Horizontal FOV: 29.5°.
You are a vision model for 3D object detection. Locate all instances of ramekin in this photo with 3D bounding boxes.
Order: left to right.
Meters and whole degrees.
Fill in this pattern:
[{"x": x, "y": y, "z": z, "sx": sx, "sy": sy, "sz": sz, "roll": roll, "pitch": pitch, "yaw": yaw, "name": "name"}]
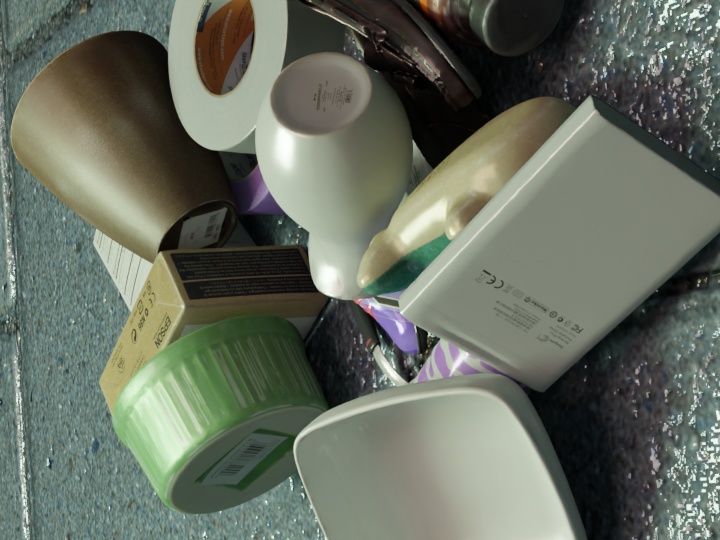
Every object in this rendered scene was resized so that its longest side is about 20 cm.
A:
[{"x": -0.124, "y": 0.143, "z": 1.296, "sx": 0.098, "sy": 0.199, "sz": 0.200, "roll": 58, "pitch": 136, "yaw": 28, "name": "ramekin"}]

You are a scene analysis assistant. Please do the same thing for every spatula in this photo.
[{"x": 0.024, "y": 0.081, "z": 1.219, "sx": 0.057, "sy": 0.020, "sz": 0.201, "roll": -61, "pitch": 42, "yaw": 39, "name": "spatula"}]

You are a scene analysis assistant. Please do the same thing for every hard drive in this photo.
[{"x": 0.137, "y": -0.011, "z": 0.917, "sx": 0.200, "sy": 0.131, "sz": 0.027, "roll": -47, "pitch": 26, "yaw": 30, "name": "hard drive"}]

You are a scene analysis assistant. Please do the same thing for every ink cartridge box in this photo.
[{"x": -0.147, "y": 0.068, "z": 1.349, "sx": 0.075, "sy": 0.164, "sz": 0.200, "roll": 61, "pitch": 138, "yaw": 32, "name": "ink cartridge box"}]

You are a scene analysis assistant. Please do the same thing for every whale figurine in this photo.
[{"x": 0.092, "y": -0.037, "z": 0.998, "sx": 0.200, "sy": 0.159, "sz": 0.104, "roll": -37, "pitch": 99, "yaw": 17, "name": "whale figurine"}]

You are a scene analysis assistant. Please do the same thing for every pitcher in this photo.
[{"x": -0.014, "y": -0.098, "z": 1.100, "sx": 0.200, "sy": 0.120, "sz": 0.173, "roll": 75, "pitch": -165, "yaw": -57, "name": "pitcher"}]

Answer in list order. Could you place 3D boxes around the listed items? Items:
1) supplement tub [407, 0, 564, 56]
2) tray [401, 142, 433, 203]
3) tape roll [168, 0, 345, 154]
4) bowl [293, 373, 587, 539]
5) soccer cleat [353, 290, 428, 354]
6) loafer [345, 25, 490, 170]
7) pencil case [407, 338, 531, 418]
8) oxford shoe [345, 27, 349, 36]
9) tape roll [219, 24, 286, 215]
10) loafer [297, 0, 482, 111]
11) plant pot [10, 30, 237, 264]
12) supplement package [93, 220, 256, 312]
[{"x": 0.076, "y": -0.244, "z": 1.062, "sx": 0.200, "sy": 0.106, "sz": 0.107, "roll": 53, "pitch": 132, "yaw": 41, "name": "supplement tub"}, {"x": 0.053, "y": -0.080, "z": 1.174, "sx": 0.107, "sy": 0.022, "sz": 0.201, "roll": -41, "pitch": 57, "yaw": 50, "name": "tray"}, {"x": -0.098, "y": -0.207, "z": 1.248, "sx": 0.200, "sy": 0.066, "sz": 0.202, "roll": -5, "pitch": 84, "yaw": 52, "name": "tape roll"}, {"x": 0.069, "y": 0.168, "z": 1.027, "sx": 0.199, "sy": 0.075, "sz": 0.201, "roll": -15, "pitch": 107, "yaw": 30, "name": "bowl"}, {"x": 0.000, "y": 0.000, "z": 1.194, "sx": 0.068, "sy": 0.073, "sz": 0.201, "roll": 89, "pitch": 160, "yaw": -52, "name": "soccer cleat"}, {"x": 0.051, "y": -0.166, "z": 1.131, "sx": 0.071, "sy": 0.073, "sz": 0.201, "roll": -32, "pitch": 74, "yaw": 9, "name": "loafer"}, {"x": 0.091, "y": 0.077, "z": 1.071, "sx": 0.200, "sy": 0.083, "sz": 0.086, "roll": -53, "pitch": 24, "yaw": 41, "name": "pencil case"}, {"x": -0.008, "y": -0.242, "z": 1.234, "sx": 0.200, "sy": 0.057, "sz": 0.076, "roll": 31, "pitch": 112, "yaw": 50, "name": "oxford shoe"}, {"x": -0.094, "y": -0.156, "z": 1.358, "sx": 0.200, "sy": 0.065, "sz": 0.202, "roll": 1, "pitch": 91, "yaw": 56, "name": "tape roll"}, {"x": 0.019, "y": -0.181, "z": 1.066, "sx": 0.063, "sy": 0.072, "sz": 0.200, "roll": -41, "pitch": 57, "yaw": 4, "name": "loafer"}, {"x": -0.211, "y": -0.100, "z": 1.344, "sx": 0.200, "sy": 0.186, "sz": 0.188, "roll": 48, "pitch": 130, "yaw": 26, "name": "plant pot"}, {"x": -0.196, "y": -0.018, "z": 1.469, "sx": 0.200, "sy": 0.113, "sz": 0.110, "roll": 52, "pitch": 133, "yaw": 42, "name": "supplement package"}]
